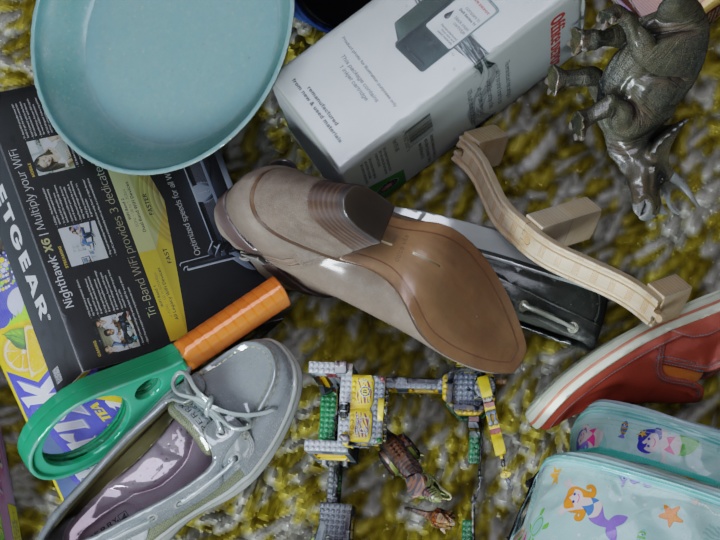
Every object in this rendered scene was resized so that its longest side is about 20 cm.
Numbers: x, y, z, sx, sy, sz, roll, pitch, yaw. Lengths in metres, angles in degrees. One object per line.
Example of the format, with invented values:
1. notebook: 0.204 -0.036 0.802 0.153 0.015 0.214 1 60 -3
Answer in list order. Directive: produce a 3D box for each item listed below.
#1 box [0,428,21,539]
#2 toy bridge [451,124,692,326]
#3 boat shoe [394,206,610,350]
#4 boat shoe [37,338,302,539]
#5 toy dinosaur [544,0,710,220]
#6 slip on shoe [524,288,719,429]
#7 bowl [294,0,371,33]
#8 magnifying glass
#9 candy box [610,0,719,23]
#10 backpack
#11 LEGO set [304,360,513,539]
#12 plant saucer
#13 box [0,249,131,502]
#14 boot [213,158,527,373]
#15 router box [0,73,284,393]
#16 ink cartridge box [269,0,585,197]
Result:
1. box: -0.343 0.128 1.486 0.198 0.097 0.177 -12 79 1
2. toy bridge: 0.129 -0.027 1.461 0.200 0.067 0.027 43 129 31
3. boat shoe: 0.069 0.005 1.491 0.199 0.071 0.064 15 80 5
4. boat shoe: -0.120 0.119 1.415 0.202 0.065 0.075 -41 63 1
5. toy dinosaur: 0.189 -0.136 1.472 0.102 0.077 0.201 0 120 -26
6. slip on shoe: 0.203 0.063 1.473 0.199 0.074 0.062 -23 82 -5
7. bowl: 0.020 -0.242 1.473 0.200 0.201 0.039 -38 54 -3
8. magnifying glass: -0.132 0.069 1.429 0.199 0.080 0.022 -36 61 -9
9. candy box: 0.250 -0.250 1.530 0.200 0.056 0.117 -37 80 -1
10. backpack: 0.183 0.167 1.388 0.176 0.200 0.152 17 82 8
11. LEGO set: 0.024 0.138 1.446 0.153 0.116 0.202 11 81 6
12. plant saucer: -0.122 -0.157 1.437 0.199 0.036 0.202 -6 78 26
13. box: -0.196 0.080 1.500 0.070 0.064 0.201 -26 80 -1
14. boot: 0.000 0.000 1.448 0.200 0.146 0.070 46 63 -24
15. router box: -0.159 -0.032 1.484 0.156 0.052 0.201 -14 76 -32
16. ink cartridge box: 0.048 -0.138 1.479 0.199 0.147 0.083 -37 78 -4
